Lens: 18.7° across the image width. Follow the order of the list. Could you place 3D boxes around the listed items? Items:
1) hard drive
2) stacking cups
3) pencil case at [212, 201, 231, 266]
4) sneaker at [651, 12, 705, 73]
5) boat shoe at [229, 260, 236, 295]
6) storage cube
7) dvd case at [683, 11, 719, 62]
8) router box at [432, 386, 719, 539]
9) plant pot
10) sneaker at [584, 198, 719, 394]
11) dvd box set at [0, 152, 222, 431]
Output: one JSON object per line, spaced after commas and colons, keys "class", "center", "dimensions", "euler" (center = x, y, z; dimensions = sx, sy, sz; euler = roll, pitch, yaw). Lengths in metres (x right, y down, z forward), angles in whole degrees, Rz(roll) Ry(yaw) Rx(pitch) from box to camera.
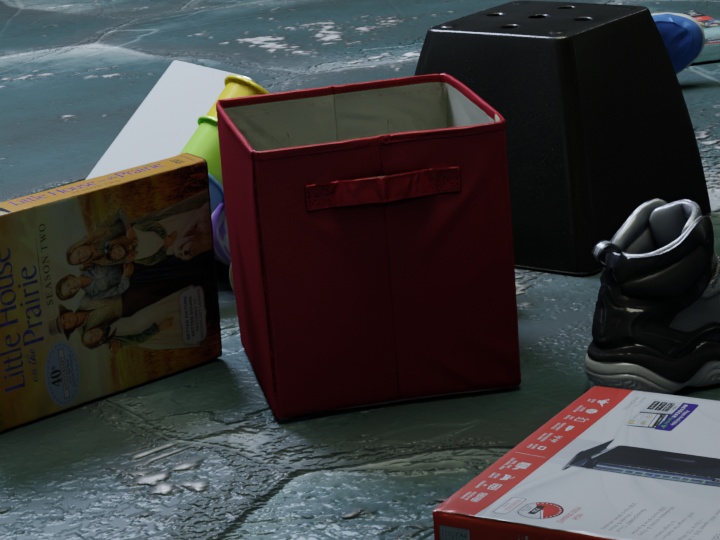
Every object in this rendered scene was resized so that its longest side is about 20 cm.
{"class": "hard drive", "center": [-0.171, -0.077, 1.757], "dimensions": [0.201, 0.027, 0.132], "euler": [-55, 34, -11]}
{"class": "stacking cups", "center": [-0.129, -0.051, 1.661], "dimensions": [0.060, 0.061, 0.201], "euler": [13, 66, 47]}
{"class": "pencil case", "center": [-0.090, -0.043, 1.733], "dimensions": [0.086, 0.084, 0.200], "euler": [-52, 32, -8]}
{"class": "sneaker", "center": [0.256, -0.214, 2.225], "dimensions": [0.198, 0.077, 0.111], "euler": [-8, 10, 5]}
{"class": "boat shoe", "center": [0.000, 0.000, 1.599], "dimensions": [0.199, 0.072, 0.061], "euler": [-1, 11, -11]}
{"class": "storage cube", "center": [0.004, -0.022, 1.469], "dimensions": [0.169, 0.181, 0.200], "euler": [-8, 16, -10]}
{"class": "dvd case", "center": [0.347, -0.260, 2.460], "dimensions": [0.145, 0.022, 0.200], "euler": [-8, 16, -11]}
{"class": "router box", "center": [0.163, 0.124, 1.158], "dimensions": [0.178, 0.049, 0.200], "euler": [5, 19, 31]}
{"class": "plant pot", "center": [0.149, -0.118, 1.759], "dimensions": [0.198, 0.179, 0.199], "euler": [9, 20, 37]}
{"class": "sneaker", "center": [0.233, 0.008, 1.418], "dimensions": [0.199, 0.115, 0.075], "euler": [-13, 18, -25]}
{"class": "dvd box set", "center": [-0.183, 0.014, 1.462], "dimensions": [0.199, 0.148, 0.029], "euler": [-17, 22, -38]}
